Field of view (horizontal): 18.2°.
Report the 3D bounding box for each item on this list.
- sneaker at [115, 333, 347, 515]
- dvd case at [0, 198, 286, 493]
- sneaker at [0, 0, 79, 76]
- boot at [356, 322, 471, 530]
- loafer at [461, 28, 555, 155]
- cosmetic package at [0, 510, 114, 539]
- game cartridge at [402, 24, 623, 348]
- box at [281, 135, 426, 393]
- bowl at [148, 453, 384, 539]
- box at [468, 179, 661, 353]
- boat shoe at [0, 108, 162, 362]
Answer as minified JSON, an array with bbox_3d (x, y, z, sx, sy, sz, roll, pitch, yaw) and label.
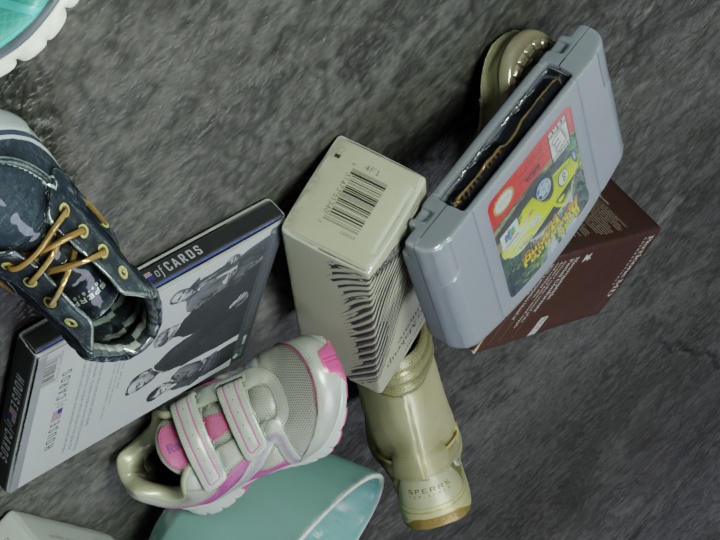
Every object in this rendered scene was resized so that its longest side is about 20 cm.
[{"bbox_3d":[-0.089,0.111,1.510,0.200,0.082,0.088,-40,159,34],"label":"sneaker"},{"bbox_3d":[-0.139,0.048,1.410,0.199,0.025,0.151,-29,155,-34],"label":"dvd case"},{"bbox_3d":[-0.189,-0.112,0.951,0.200,0.078,0.080,-44,151,-1],"label":"sneaker"},{"bbox_3d":[0.027,0.084,1.699,0.072,0.200,0.156,-16,115,1],"label":"boot"},{"bbox_3d":[0.104,-0.088,1.547,0.076,0.068,0.201,-45,146,-29],"label":"loafer"},{"bbox_3d":[-0.199,0.296,1.524,0.165,0.200,0.165,-45,159,4],"label":"cosmetic package"},{"bbox_3d":[0.106,-0.049,1.477,0.200,0.041,0.133,-51,152,-20],"label":"game cartridge"},{"bbox_3d":[0.000,0.000,1.489,0.082,0.068,0.200,-59,164,-19],"label":"box"},{"bbox_3d":[-0.084,0.200,1.664,0.201,0.105,0.201,-49,166,-17],"label":"bowl"},{"bbox_3d":[0.142,-0.007,1.763,0.200,0.075,0.100,-17,146,-54],"label":"box"},{"bbox_3d":[-0.160,-0.015,1.158,0.071,0.091,0.200,-44,159,0],"label":"boat shoe"}]
